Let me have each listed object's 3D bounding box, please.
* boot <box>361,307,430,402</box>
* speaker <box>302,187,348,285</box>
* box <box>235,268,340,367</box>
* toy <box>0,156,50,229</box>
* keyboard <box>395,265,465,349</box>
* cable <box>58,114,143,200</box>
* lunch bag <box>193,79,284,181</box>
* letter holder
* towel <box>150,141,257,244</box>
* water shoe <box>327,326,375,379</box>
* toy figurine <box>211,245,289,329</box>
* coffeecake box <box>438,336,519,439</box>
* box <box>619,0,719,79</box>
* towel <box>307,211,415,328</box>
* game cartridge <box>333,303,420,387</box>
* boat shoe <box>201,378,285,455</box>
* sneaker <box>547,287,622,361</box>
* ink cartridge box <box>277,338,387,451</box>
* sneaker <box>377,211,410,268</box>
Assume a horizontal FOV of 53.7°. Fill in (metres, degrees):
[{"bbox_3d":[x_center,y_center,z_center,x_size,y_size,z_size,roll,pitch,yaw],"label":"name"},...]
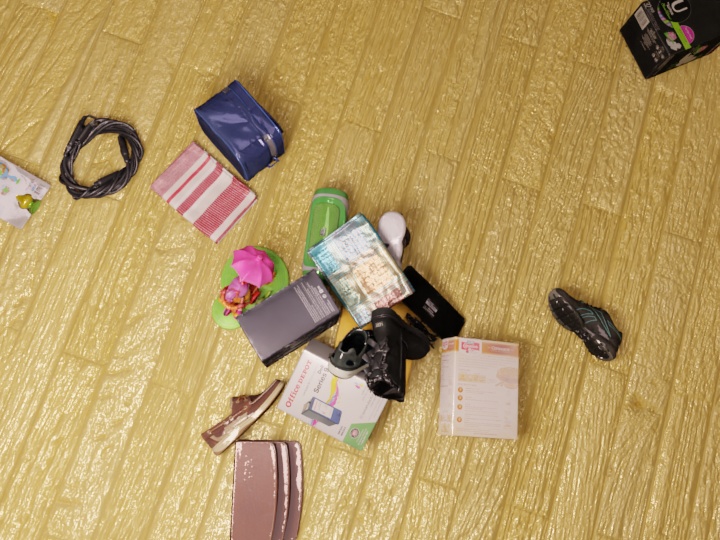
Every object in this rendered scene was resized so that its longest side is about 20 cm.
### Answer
[{"bbox_3d":[0.075,0.183,1.417,0.073,0.198,0.164,-18,51,27],"label":"boot"},{"bbox_3d":[-0.076,-0.073,1.550,0.088,0.088,0.202,8,78,-3],"label":"speaker"},{"bbox_3d":[-0.145,0.103,1.450,0.181,0.200,0.105,-31,83,-9],"label":"box"},{"bbox_3d":[-0.785,-0.182,1.537,0.199,0.047,0.116,29,75,-2],"label":"toy"},{"bbox_3d":[0.136,0.088,1.530,0.200,0.040,0.104,44,66,-22],"label":"keyboard"},{"bbox_3d":[-0.574,-0.239,1.569,0.162,0.051,0.202,21,75,-5],"label":"cable"},{"bbox_3d":[-0.250,-0.305,1.556,0.132,0.136,0.200,-41,84,-10],"label":"lunch bag"},{"bbox_3d":[-0.184,0.445,1.429,0.141,0.101,0.202,3,78,-6],"label":"letter holder"},{"bbox_3d":[-0.347,-0.174,1.581,0.200,0.023,0.144,40,79,4],"label":"towel"},{"bbox_3d":[0.005,0.150,1.428,0.071,0.200,0.079,27,115,13],"label":"water shoe"},{"bbox_3d":[-0.241,0.024,1.466,0.150,0.184,0.200,39,79,4],"label":"toy figurine"},{"bbox_3d":[0.250,0.249,1.499,0.152,0.073,0.202,8,78,-17],"label":"coffeecake box"},{"bbox_3d":[0.757,-0.577,1.695,0.199,0.124,0.150,-22,81,-9],"label":"box"},{"bbox_3d":[0.000,0.000,1.469,0.146,0.022,0.201,-35,88,12],"label":"towel"},{"bbox_3d":[0.030,0.162,1.540,0.175,0.032,0.202,13,80,-2],"label":"game cartridge"},{"bbox_3d":[-0.244,0.289,1.472,0.200,0.072,0.072,-44,85,-6],"label":"boat shoe"},{"bbox_3d":[0.497,0.108,1.573,0.200,0.075,0.079,47,65,-1],"label":"sneaker"},{"bbox_3d":[-0.051,0.254,1.462,0.199,0.088,0.146,28,103,3],"label":"ink cartridge box"},{"bbox_3d":[0.066,-0.030,1.547,0.075,0.114,0.202,13,100,12],"label":"sneaker"}]
